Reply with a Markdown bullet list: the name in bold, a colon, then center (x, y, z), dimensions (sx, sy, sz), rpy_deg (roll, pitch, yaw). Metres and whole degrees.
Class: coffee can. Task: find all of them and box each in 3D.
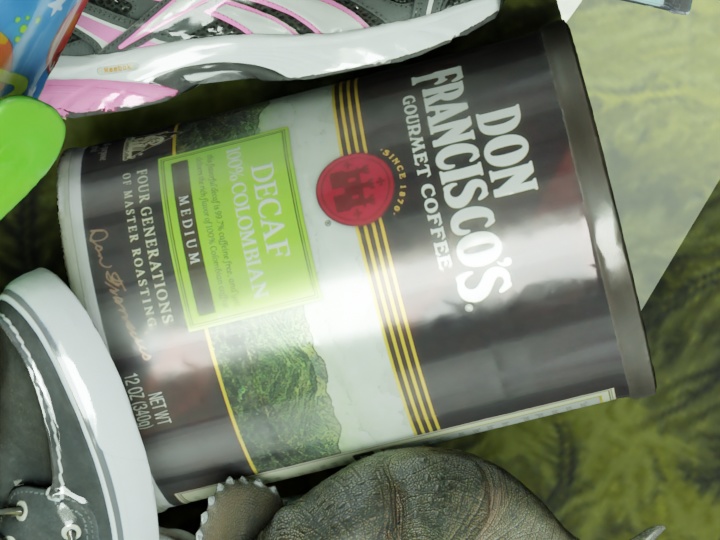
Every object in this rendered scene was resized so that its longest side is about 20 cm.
- **coffee can**: center (0.000, 0.000, 1.043), dimensions (0.199, 0.146, 0.147), rpy_deg (-14, 109, 4)

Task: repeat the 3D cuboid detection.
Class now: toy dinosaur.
- **toy dinosaur**: center (0.013, 0.104, 0.995), dimensions (0.199, 0.077, 0.103), rpy_deg (-19, 72, -2)

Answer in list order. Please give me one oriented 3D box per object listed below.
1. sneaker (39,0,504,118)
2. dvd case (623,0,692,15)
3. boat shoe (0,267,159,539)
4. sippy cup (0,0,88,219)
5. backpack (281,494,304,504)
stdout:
- **sneaker**: center (-0.041, -0.114, 1.043), dimensions (0.199, 0.080, 0.087), rpy_deg (-10, 98, -3)
- **dvd case**: center (0.045, -0.185, 1.004), dimensions (0.199, 0.022, 0.147), rpy_deg (11, 93, -20)
- **boat shoe**: center (-0.110, 0.097, 0.984), dimensions (0.056, 0.069, 0.201), rpy_deg (-23, 119, -27)
- **sippy cup**: center (-0.163, -0.097, 0.990), dimensions (0.178, 0.140, 0.130), rpy_deg (40, 106, 7)
- **backpack**: center (-0.011, 0.196, 1.104), dimensions (0.177, 0.150, 0.201), rpy_deg (10, 105, -36)
